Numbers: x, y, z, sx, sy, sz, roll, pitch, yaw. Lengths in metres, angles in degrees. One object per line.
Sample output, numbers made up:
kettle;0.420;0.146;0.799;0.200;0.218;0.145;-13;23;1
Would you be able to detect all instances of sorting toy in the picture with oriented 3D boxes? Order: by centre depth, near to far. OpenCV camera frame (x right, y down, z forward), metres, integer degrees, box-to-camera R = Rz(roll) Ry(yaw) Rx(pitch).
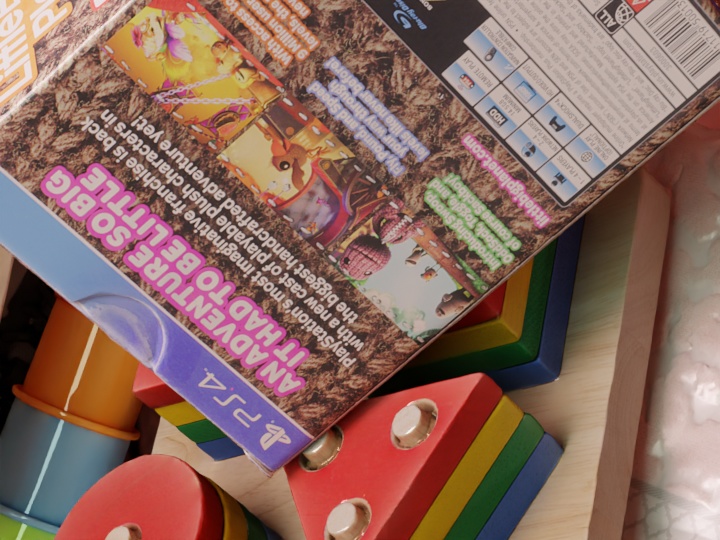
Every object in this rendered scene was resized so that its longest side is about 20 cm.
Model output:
sorting toy;-0.011;0.057;0.917;0.199;0.070;0.200;-15;47;35

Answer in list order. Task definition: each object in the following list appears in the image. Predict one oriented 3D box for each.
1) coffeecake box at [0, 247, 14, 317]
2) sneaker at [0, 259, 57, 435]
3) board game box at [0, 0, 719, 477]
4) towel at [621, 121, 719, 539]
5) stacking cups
coffeecake box;-0.206;-0.001;1.004;0.200;0.073;0.155;22;101;52
sneaker;-0.140;0.023;1.069;0.079;0.074;0.201;3;66;38
board game box;-0.013;-0.068;0.841;0.200;0.159;0.097;-40;36;10
towel;0.115;0.046;0.904;0.199;0.032;0.192;20;73;42
stacking cups;-0.109;0.073;1.027;0.060;0.060;0.201;24;94;28
